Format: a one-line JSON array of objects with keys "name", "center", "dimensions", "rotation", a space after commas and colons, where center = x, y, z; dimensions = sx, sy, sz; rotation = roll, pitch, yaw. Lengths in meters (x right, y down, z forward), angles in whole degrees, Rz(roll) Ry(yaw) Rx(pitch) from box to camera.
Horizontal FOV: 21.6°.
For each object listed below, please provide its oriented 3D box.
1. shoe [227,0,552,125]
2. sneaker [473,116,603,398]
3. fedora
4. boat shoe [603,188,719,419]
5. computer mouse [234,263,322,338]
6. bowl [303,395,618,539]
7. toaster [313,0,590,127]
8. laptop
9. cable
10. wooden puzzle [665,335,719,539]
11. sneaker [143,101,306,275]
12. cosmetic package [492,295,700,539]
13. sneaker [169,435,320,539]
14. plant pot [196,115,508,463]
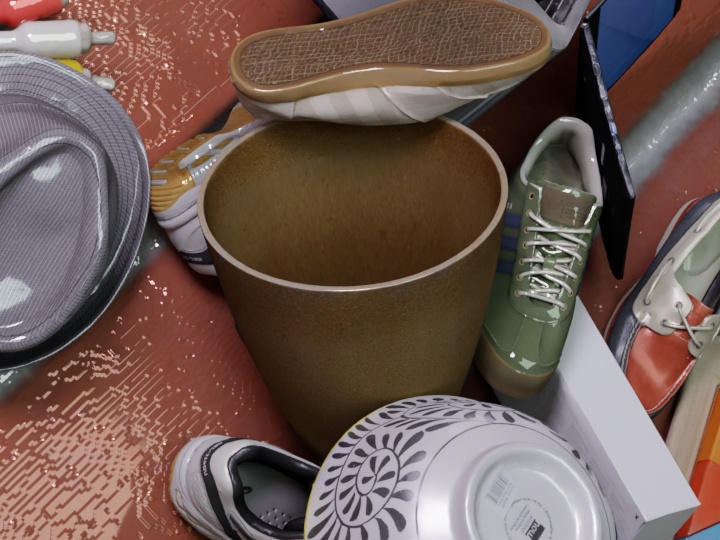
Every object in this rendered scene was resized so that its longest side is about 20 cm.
[{"name": "shoe", "center": [0.019, -0.127, 1.172], "dimensions": [0.200, 0.053, 0.070], "rotation": [-6, 55, -1]}, {"name": "sneaker", "center": [0.118, -0.019, 1.234], "dimensions": [0.067, 0.090, 0.200], "rotation": [18, 48, -6]}, {"name": "fedora", "center": [-0.205, -0.029, 1.125], "dimensions": [0.177, 0.090, 0.200], "rotation": [37, 84, -24]}, {"name": "boat shoe", "center": [0.238, 0.024, 1.383], "dimensions": [0.071, 0.063, 0.200], "rotation": [37, 68, -18]}, {"name": "computer mouse", "center": [0.000, 0.000, 1.290], "dimensions": [0.200, 0.034, 0.059], "rotation": [-21, 107, -23]}, {"name": "bowl", "center": [0.077, 0.152, 1.072], "dimensions": [0.201, 0.094, 0.201], "rotation": [11, 64, -23]}, {"name": "toaster", "center": [0.053, -0.208, 1.262], "dimensions": [0.181, 0.119, 0.200], "rotation": [46, 37, -11]}, {"name": "laptop", "center": [0.204, -0.121, 1.310], "dimensions": [0.103, 0.177, 0.200], "rotation": [-13, 71, 1]}, {"name": "cable", "center": [-0.253, -0.141, 1.163], "dimensions": [0.200, 0.050, 0.097], "rotation": [-14, 89, -29]}, {"name": "wooden puzzle", "center": [0.301, 0.173, 1.402], "dimensions": [0.185, 0.037, 0.200], "rotation": [30, 69, -19]}, {"name": "sneaker", "center": [-0.054, -0.071, 1.259], "dimensions": [0.200, 0.076, 0.088], "rotation": [-37, 116, -26]}, {"name": "cosmetic package", "center": [0.147, 0.099, 1.266], "dimensions": [0.051, 0.083, 0.200], "rotation": [-12, 59, -27]}, {"name": "sneaker", "center": [-0.026, 0.171, 1.202], "dimensions": [0.200, 0.088, 0.076], "rotation": [30, 67, -21]}, {"name": "plant pot", "center": [0.001, 0.027, 1.188], "dimensions": [0.186, 0.186, 0.200], "rotation": [-31, 137, -27]}]
